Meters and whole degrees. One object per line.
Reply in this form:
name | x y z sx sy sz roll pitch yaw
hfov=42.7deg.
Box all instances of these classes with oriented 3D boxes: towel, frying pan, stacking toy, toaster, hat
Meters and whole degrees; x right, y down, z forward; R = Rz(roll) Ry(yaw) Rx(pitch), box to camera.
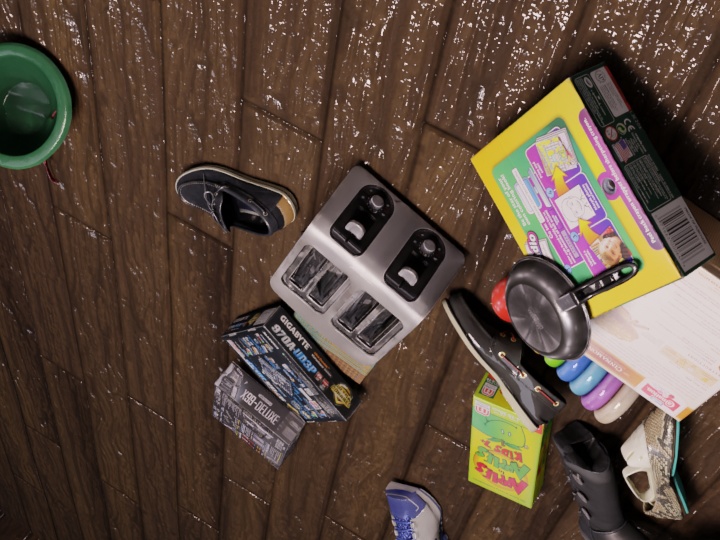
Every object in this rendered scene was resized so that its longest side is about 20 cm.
towel | -0.025 0.076 1.320 0.146 0.022 0.201 36 145 5
frying pan | 0.203 0.044 0.897 0.189 0.031 0.117 8 121 60
stacking toy | 0.233 0.083 1.069 0.199 0.085 0.086 40 143 4
toaster | 0.000 0.000 1.138 0.180 0.119 0.200 41 143 -2
hat | -0.484 -0.242 1.370 0.166 0.176 0.200 44 105 -6

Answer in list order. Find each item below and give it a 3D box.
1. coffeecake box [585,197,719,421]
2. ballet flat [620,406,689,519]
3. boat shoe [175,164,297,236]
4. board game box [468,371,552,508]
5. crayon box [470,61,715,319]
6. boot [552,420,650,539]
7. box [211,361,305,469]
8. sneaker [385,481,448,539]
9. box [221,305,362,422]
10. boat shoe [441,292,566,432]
coffeecake box | 0.328 0.045 0.951 0.152 0.073 0.201 35 143 6
ballet flat | 0.358 0.239 1.127 0.074 0.068 0.202 -8 129 15
boat shoe | -0.177 -0.091 1.237 0.197 0.062 0.075 16 140 28
board game box | 0.206 0.237 1.273 0.100 0.048 0.202 20 139 22
crayon box | 0.213 -0.064 0.880 0.202 0.058 0.172 62 151 5
boot | 0.332 0.309 1.200 0.164 0.065 0.202 31 147 49
box | -0.176 0.250 1.557 0.157 0.050 0.201 37 155 7
sneaker | 0.089 0.459 1.543 0.079 0.116 0.201 3 131 35
box | -0.108 0.150 1.424 0.201 0.046 0.158 50 150 -14
boat shoe | 0.178 0.105 1.152 0.063 0.074 0.202 -39 90 12
